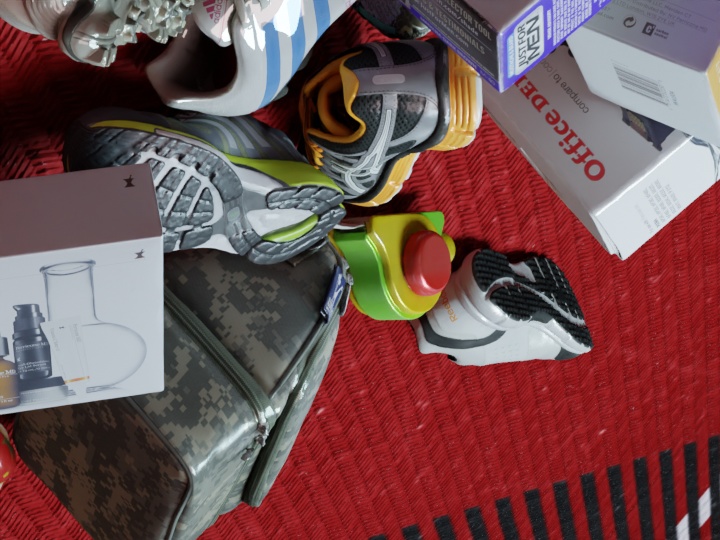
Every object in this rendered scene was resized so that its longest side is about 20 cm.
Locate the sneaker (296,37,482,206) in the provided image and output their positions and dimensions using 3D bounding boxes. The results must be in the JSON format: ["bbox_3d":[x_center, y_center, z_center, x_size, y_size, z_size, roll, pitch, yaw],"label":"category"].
[{"bbox_3d":[-0.002,-0.087,1.376,0.077,0.079,0.200,-1,167,-22],"label":"sneaker"}]

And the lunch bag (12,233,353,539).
[{"bbox_3d":[-0.095,0.064,1.450,0.168,0.139,0.200,-40,167,-30],"label":"lunch bag"}]

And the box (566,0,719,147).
[{"bbox_3d":[0.204,-0.191,1.402,0.201,0.097,0.124,-63,159,-8],"label":"box"}]

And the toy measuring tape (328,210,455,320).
[{"bbox_3d":[0.000,0.000,1.556,0.199,0.074,0.074,-6,140,-54],"label":"toy measuring tape"}]

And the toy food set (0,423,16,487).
[{"bbox_3d":[-0.289,0.156,1.452,0.200,0.049,0.197,-48,154,20],"label":"toy food set"}]

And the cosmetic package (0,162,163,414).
[{"bbox_3d":[-0.200,0.018,1.254,0.198,0.052,0.151,-8,146,-9],"label":"cosmetic package"}]

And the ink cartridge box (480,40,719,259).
[{"bbox_3d":[0.181,-0.130,1.504,0.200,0.145,0.084,-40,154,2],"label":"ink cartridge box"}]

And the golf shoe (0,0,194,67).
[{"bbox_3d":[-0.127,-0.150,1.141,0.200,0.097,0.079,-38,145,-75],"label":"golf shoe"}]

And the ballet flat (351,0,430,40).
[{"bbox_3d":[0.085,-0.186,1.367,0.200,0.072,0.072,-34,155,-12],"label":"ballet flat"}]

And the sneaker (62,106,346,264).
[{"bbox_3d":[-0.094,-0.057,1.326,0.074,0.081,0.200,-47,149,17],"label":"sneaker"}]

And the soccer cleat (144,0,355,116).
[{"bbox_3d":[-0.038,-0.152,1.249,0.086,0.070,0.200,-9,142,-48],"label":"soccer cleat"}]

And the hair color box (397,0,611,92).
[{"bbox_3d":[0.108,-0.200,1.299,0.200,0.109,0.065,-39,156,-16],"label":"hair color box"}]

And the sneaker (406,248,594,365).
[{"bbox_3d":[0.101,0.033,1.783,0.080,0.074,0.200,-33,155,23],"label":"sneaker"}]
